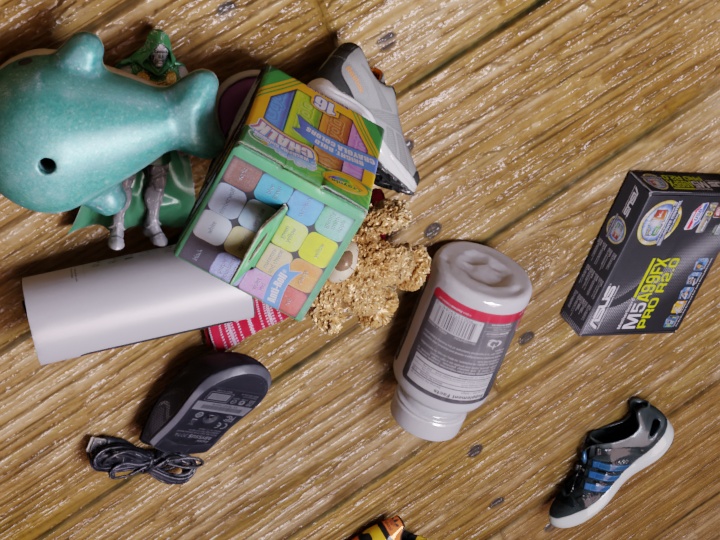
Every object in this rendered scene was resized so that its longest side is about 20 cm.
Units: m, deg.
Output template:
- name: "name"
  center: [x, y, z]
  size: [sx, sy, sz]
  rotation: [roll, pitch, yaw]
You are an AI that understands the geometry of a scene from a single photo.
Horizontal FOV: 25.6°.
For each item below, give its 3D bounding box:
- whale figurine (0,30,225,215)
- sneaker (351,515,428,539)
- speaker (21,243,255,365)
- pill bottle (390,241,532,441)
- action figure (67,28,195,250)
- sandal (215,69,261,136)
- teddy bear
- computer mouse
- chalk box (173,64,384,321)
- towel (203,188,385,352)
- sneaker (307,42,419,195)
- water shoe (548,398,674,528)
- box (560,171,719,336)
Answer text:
- name: "whale figurine"
  center: [-0.208, -0.109, 1.260]
  size: [0.198, 0.104, 0.160]
  rotation: [-4, 119, -2]
- name: "sneaker"
  center: [0.057, 0.367, 1.932]
  size: [0.090, 0.070, 0.200]
  rotation: [-36, 137, 2]
- name: "speaker"
  center: [-0.198, 0.024, 1.409]
  size: [0.198, 0.082, 0.082]
  rotation: [-13, 134, -9]
- name: "pill bottle"
  center: [0.099, 0.079, 1.677]
  size: [0.110, 0.111, 0.201]
  rotation: [-3, 128, -33]
- name: "action figure"
  center: [-0.184, -0.113, 1.355]
  size: [0.117, 0.055, 0.201]
  rotation: [-8, 126, -27]
- name: "sandal"
  center: [-0.073, -0.102, 1.441]
  size: [0.082, 0.050, 0.203]
  rotation: [-32, 139, -8]
- name: "teddy bear"
  center: [0.000, 0.000, 1.510]
  size: [0.144, 0.067, 0.200]
  rotation: [-33, 147, -2]
- name: "computer mouse"
  center: [-0.172, 0.137, 1.584]
  size: [0.200, 0.053, 0.138]
  rotation: [-41, 143, 25]
- name: "chalk box"
  center: [-0.066, -0.055, 1.309]
  size: [0.123, 0.201, 0.125]
  rotation: [28, 121, -10]
- name: "towel"
  center: [-0.063, 0.001, 1.541]
  size: [0.199, 0.023, 0.145]
  rotation: [-24, 148, -16]
- name: "sneaker"
  center: [0.014, -0.133, 1.462]
  size: [0.080, 0.074, 0.200]
  rotation: [-62, 149, -15]
- name: "water shoe"
  center: [0.303, 0.240, 2.014]
  size: [0.200, 0.072, 0.079]
  rotation: [-42, 111, 6]
- name: "box"
  center: [0.335, -0.017, 1.810]
  size: [0.159, 0.044, 0.201]
  rotation: [0, 126, -36]
